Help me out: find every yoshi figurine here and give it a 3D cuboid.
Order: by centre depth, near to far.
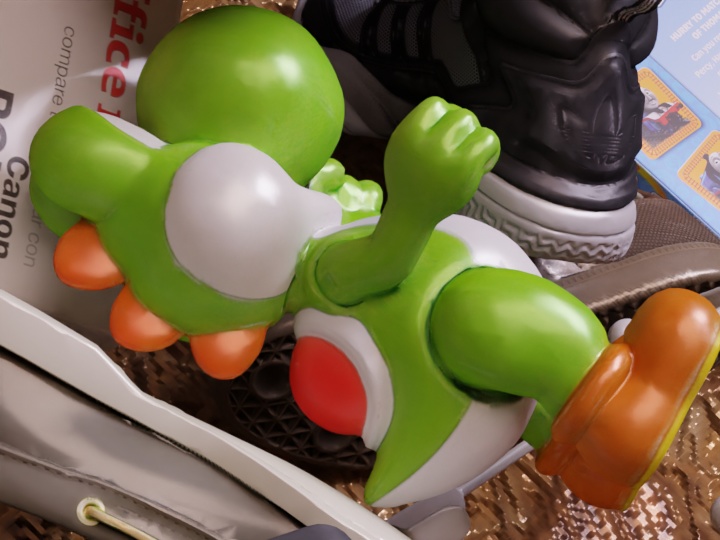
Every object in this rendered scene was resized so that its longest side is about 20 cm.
[{"bbox_3d":[0.006,-0.014,0.790,0.199,0.113,0.112,24,28,2],"label":"yoshi figurine"}]

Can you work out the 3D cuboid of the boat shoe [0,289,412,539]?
[{"bbox_3d":[-0.049,0.071,0.763,0.201,0.072,0.061,31,87,1],"label":"boat shoe"}]

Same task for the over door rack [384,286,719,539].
[{"bbox_3d":[0.111,0.090,0.872,0.199,0.067,0.148,-34,95,-25],"label":"over door rack"}]

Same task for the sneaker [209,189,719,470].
[{"bbox_3d":[0.033,0.014,0.925,0.199,0.071,0.076,-6,36,-26],"label":"sneaker"}]

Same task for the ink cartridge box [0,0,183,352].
[{"bbox_3d":[-0.159,-0.064,0.821,0.199,0.083,0.148,18,69,-29],"label":"ink cartridge box"}]

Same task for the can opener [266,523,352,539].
[{"bbox_3d":[-0.084,0.122,0.680,0.199,0.067,0.054,-18,108,-11],"label":"can opener"}]

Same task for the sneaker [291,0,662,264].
[{"bbox_3d":[0.044,-0.087,0.915,0.075,0.115,0.200,6,21,-29],"label":"sneaker"}]

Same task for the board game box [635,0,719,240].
[{"bbox_3d":[0.146,-0.059,1.031,0.200,0.037,0.151,43,51,9],"label":"board game box"}]
